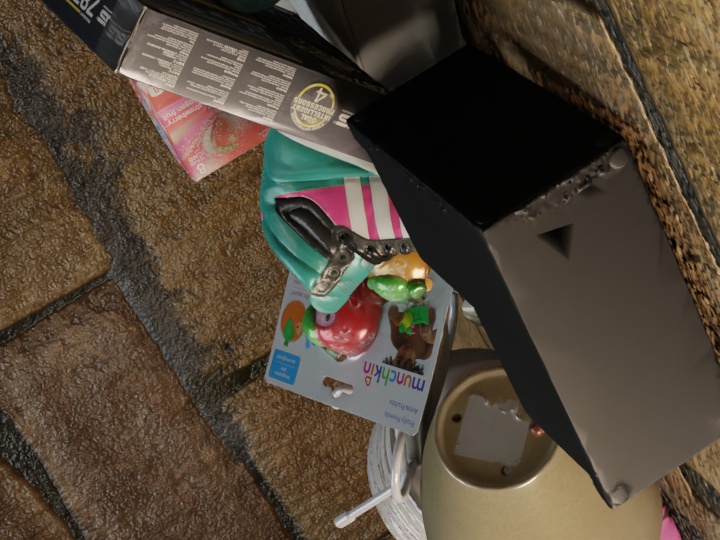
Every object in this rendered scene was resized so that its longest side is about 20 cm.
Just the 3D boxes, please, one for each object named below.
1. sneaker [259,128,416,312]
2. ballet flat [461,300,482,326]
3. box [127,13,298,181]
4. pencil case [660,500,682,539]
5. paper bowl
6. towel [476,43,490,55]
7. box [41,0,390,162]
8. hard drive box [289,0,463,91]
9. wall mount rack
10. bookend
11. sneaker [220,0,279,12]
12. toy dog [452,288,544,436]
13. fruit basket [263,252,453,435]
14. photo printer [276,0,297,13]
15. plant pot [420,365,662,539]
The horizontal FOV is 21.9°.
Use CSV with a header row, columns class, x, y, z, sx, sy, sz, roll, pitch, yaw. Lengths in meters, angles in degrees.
class,x,y,z,sx,sy,sz,roll,pitch,yaw
sneaker,0.015,-0.021,1.220,0.200,0.121,0.084,26,-158,14
ballet flat,0.097,-0.004,1.435,0.200,0.071,0.069,57,-179,28
box,-0.083,-0.173,1.515,0.103,0.200,0.095,60,174,-23
pencil case,0.246,0.274,1.522,0.200,0.091,0.094,63,-179,-18
paper bowl,0.114,0.157,1.567,0.201,0.200,0.104,58,147,20
towel,0.112,-0.060,1.236,0.144,0.023,0.200,57,177,13
box,-0.091,-0.142,1.144,0.200,0.049,0.161,16,-164,-39
hard drive box,-0.005,-0.203,1.234,0.156,0.077,0.200,57,176,24
wall mount rack,0.024,0.107,1.449,0.174,0.074,0.200,85,-161,-46
bookend,0.103,-0.002,1.073,0.200,0.092,0.199,62,171,-28
sneaker,-0.084,-0.269,1.112,0.130,0.079,0.201,39,125,37
toy dog,0.119,0.050,1.226,0.132,0.096,0.200,50,175,-11
fruit basket,0.000,0.000,1.331,0.094,0.201,0.185,19,178,-40
photo printer,-0.117,-0.289,1.406,0.166,0.069,0.200,31,-145,-30
plant pot,0.118,0.151,1.368,0.188,0.187,0.200,57,179,29
